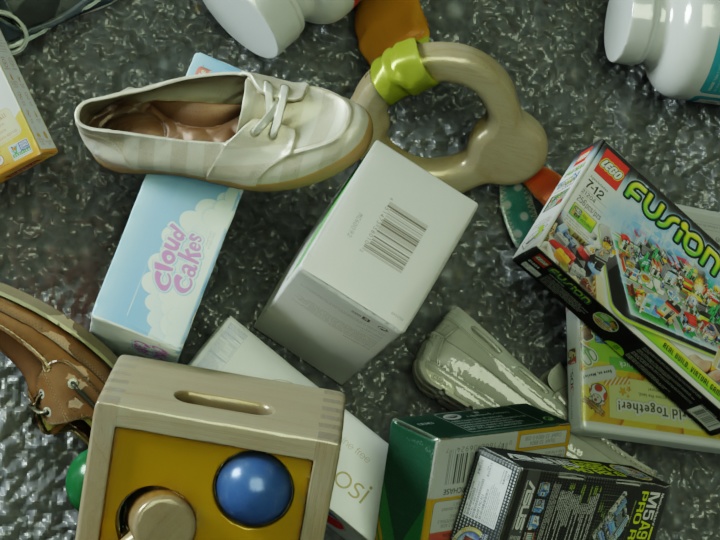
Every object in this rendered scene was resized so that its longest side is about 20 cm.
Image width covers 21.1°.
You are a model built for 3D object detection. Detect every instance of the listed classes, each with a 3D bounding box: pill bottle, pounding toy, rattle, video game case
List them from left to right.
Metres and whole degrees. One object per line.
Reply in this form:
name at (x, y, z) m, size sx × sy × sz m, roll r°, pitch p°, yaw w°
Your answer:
pounding toy at (-0.124, 0.170, 1.250) m, size 0.199 × 0.142 × 0.185 m, roll 10°, pitch 105°, yaw -1°
pill bottle at (-0.023, -0.252, 1.414) m, size 0.111 × 0.111 × 0.200 m, roll 43°, pitch 74°, yaw 0°
rattle at (0.080, -0.115, 1.450) m, size 0.199 × 0.143 × 0.130 m, roll 23°, pitch 107°, yaw -22°
video game case at (0.238, 0.041, 1.420) m, size 0.199 × 0.023 × 0.183 m, roll 10°, pitch 70°, yaw -26°
pill bottle at (0.289, -0.178, 1.463) m, size 0.199 × 0.111 × 0.111 m, roll 7°, pitch 77°, yaw -11°

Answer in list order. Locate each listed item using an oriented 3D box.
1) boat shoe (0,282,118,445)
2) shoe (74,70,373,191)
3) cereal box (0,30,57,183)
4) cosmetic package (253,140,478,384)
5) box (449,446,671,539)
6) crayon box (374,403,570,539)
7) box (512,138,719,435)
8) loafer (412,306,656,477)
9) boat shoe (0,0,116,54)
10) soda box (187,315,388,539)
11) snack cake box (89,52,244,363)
boat shoe at (-0.198, 0.082, 1.330) m, size 0.200 × 0.072 × 0.068 m, roll 34°, pitch 73°, yaw -3°
shoe at (-0.092, -0.092, 1.259) m, size 0.199 × 0.053 × 0.070 m, roll 0°, pitch 66°, yaw 15°
cereal box at (-0.315, -0.139, 1.333) m, size 0.144 × 0.040 × 0.201 m, roll -27°, pitch 89°, yaw 13°
cosmetic package at (0.000, 0.000, 1.321) m, size 0.085 × 0.200 × 0.108 m, roll 32°, pitch 72°, yaw -4°
box at (0.118, 0.226, 1.309) m, size 0.160 × 0.044 × 0.201 m, roll 11°, pitch 98°, yaw -43°
crayon box at (0.069, 0.197, 1.321) m, size 0.125 × 0.052 × 0.201 m, roll -2°, pitch 105°, yaw -40°
box at (0.211, 0.012, 1.380) m, size 0.200 × 0.035 × 0.110 m, roll 40°, pitch 60°, yaw -12°
loafer at (0.133, 0.099, 1.396) m, size 0.200 × 0.070 × 0.070 m, roll 33°, pitch 77°, yaw -5°
boat shoe at (-0.253, -0.189, 1.379) m, size 0.199 × 0.062 × 0.075 m, roll -19°, pitch 91°, yaw -13°
soda box at (-0.037, 0.122, 1.357) m, size 0.200 × 0.068 × 0.064 m, roll 40°, pitch 75°, yaw -1°
snack cake box at (-0.124, -0.036, 1.347) m, size 0.067 × 0.115 × 0.201 m, roll 21°, pitch 76°, yaw -6°
